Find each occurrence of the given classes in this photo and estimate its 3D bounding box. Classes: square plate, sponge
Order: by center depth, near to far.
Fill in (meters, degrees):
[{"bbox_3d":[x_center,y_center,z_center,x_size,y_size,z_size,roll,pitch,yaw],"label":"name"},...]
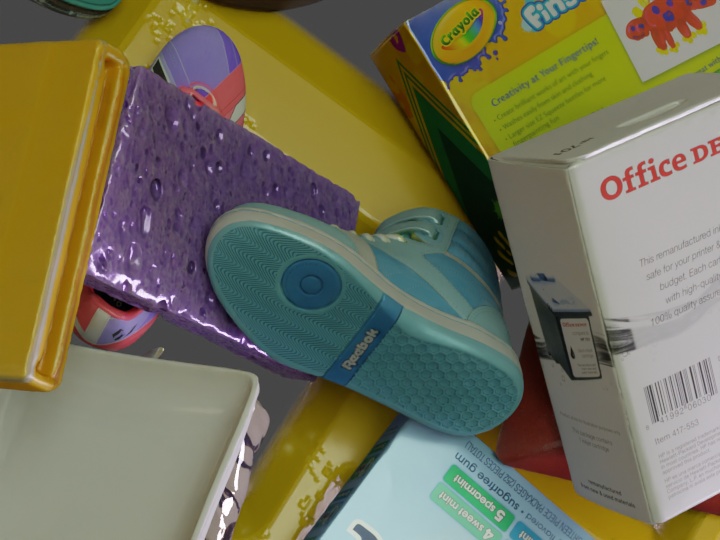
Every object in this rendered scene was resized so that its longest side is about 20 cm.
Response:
[{"bbox_3d":[-0.153,0.136,1.012,0.028,0.197,0.201,39,64,-48],"label":"square plate"},{"bbox_3d":[-0.077,-0.021,1.070,0.200,0.030,0.112,30,69,-49],"label":"sponge"}]

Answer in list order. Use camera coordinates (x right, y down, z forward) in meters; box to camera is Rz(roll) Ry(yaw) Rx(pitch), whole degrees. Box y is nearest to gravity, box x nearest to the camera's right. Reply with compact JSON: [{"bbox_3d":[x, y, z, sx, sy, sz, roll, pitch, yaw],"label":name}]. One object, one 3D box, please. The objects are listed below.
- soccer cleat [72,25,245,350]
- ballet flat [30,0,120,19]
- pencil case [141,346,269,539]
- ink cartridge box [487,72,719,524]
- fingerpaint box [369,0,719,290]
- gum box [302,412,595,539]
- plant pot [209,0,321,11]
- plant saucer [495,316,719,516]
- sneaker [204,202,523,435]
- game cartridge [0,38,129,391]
[{"bbox_3d":[-0.108,-0.049,1.099,0.066,0.076,0.201,25,73,-10],"label":"soccer cleat"},{"bbox_3d":[-0.215,-0.202,1.096,0.200,0.072,0.073,33,67,-43],"label":"ballet flat"},{"bbox_3d":[-0.114,0.147,1.054,0.089,0.078,0.201,31,70,-38],"label":"pencil case"},{"bbox_3d":[0.169,0.010,1.063,0.146,0.086,0.201,-23,105,-24],"label":"ink cartridge box"},{"bbox_3d":[0.134,-0.112,1.188,0.199,0.073,0.168,-32,90,-21],"label":"fingerpaint box"},{"bbox_3d":[0.037,0.201,1.108,0.170,0.045,0.200,40,70,-6],"label":"gum box"},{"bbox_3d":[-0.054,-0.260,1.152,0.199,0.093,0.203,3,78,-15],"label":"plant pot"},{"bbox_3d":[0.191,0.036,1.145,0.199,0.037,0.201,15,89,-27],"label":"plant saucer"},{"bbox_3d":[0.000,0.000,1.099,0.199,0.080,0.131,33,31,-24],"label":"sneaker"},{"bbox_3d":[-0.219,-0.029,1.019,0.032,0.199,0.178,31,66,-53],"label":"game cartridge"}]
